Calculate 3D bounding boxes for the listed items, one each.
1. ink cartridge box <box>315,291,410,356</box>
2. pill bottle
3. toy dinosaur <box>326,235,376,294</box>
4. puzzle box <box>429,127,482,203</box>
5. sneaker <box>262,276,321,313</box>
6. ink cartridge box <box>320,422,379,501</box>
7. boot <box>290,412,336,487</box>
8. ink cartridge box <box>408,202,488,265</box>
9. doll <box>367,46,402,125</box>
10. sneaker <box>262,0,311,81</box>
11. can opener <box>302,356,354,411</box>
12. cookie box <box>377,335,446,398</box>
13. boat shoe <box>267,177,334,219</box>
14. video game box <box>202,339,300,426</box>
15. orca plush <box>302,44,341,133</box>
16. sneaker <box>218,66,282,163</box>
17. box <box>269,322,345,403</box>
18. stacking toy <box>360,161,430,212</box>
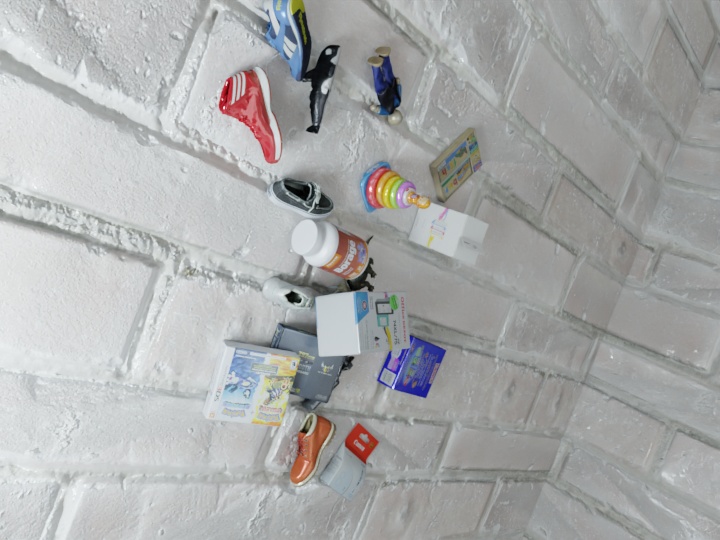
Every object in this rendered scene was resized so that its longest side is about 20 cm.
[{"bbox_3d":[0.007,0.132,1.696,0.198,0.144,0.151,0,83,-48],"label":"ink cartridge box"},{"bbox_3d":[-0.075,-0.055,1.670,0.198,0.111,0.114,22,91,-49],"label":"pill bottle"},{"bbox_3d":[0.000,0.000,1.804,0.203,0.076,0.102,-61,150,-2],"label":"toy dinosaur"},{"bbox_3d":[0.286,-0.312,2.008,0.200,0.025,0.134,-45,135,-24],"label":"puzzle box"},{"bbox_3d":[-0.152,0.074,1.671,0.199,0.079,0.072,19,92,-51],"label":"sneaker"},{"bbox_3d":[-0.019,0.589,2.070,0.201,0.047,0.161,-52,137,-13],"label":"ink cartridge box"},{"bbox_3d":[-0.153,0.492,1.870,0.107,0.074,0.203,45,65,-44],"label":"boot"},{"bbox_3d":[0.264,-0.107,1.943,0.127,0.198,0.128,13,99,-48],"label":"ink cartridge box"},{"bbox_3d":[0.065,-0.447,1.690,0.138,0.048,0.202,-56,145,-27],"label":"doll"},{"bbox_3d":[-0.153,-0.492,1.427,0.202,0.080,0.075,82,20,-53],"label":"sneaker"},{"bbox_3d":[-0.093,0.296,1.869,0.200,0.053,0.067,-44,102,-24],"label":"can opener"},{"bbox_3d":[0.163,0.296,2.112,0.199,0.074,0.174,25,88,-49],"label":"cookie box"},{"bbox_3d":[-0.124,-0.175,1.582,0.197,0.067,0.075,18,58,-44],"label":"boat shoe"},{"bbox_3d":[-0.261,0.275,1.625,0.196,0.047,0.186,13,100,-29],"label":"video game box"},{"bbox_3d":[-0.102,-0.417,1.534,0.105,0.070,0.204,-86,-168,-75],"label":"orca plush"},{"bbox_3d":[-0.238,-0.314,1.420,0.114,0.078,0.204,-23,111,-29],"label":"sneaker"},{"bbox_3d":[-0.146,0.238,1.726,0.197,0.051,0.161,21,92,-29],"label":"box"},{"bbox_3d":[0.101,-0.195,1.728,0.116,0.198,0.111,-38,132,-27],"label":"stacking toy"}]
